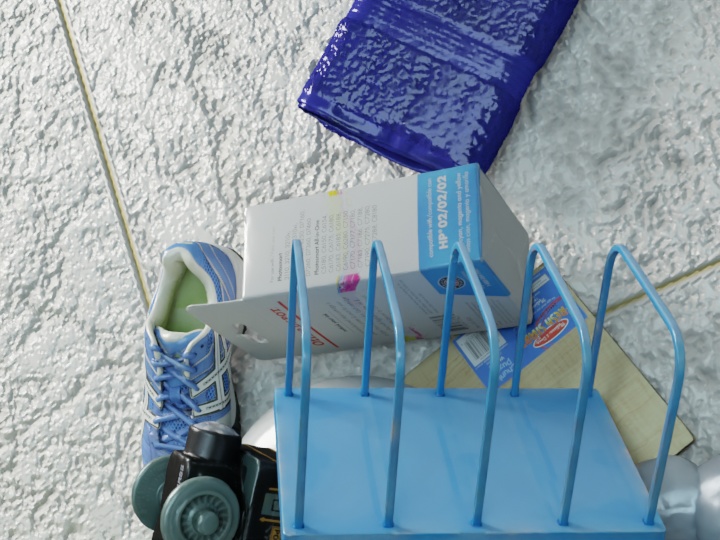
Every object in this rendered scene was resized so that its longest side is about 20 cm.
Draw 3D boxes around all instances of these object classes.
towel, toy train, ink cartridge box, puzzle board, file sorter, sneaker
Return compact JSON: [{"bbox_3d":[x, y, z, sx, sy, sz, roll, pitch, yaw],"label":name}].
[{"bbox_3d":[0.063,-0.167,0.881,0.147,0.050,0.201,28,86,16],"label":"towel"},{"bbox_3d":[-0.080,0.190,0.720,0.085,0.113,0.202,7,85,64],"label":"toy train"},{"bbox_3d":[0.000,0.000,0.811,0.198,0.115,0.068,-9,65,20],"label":"ink cartridge box"},{"bbox_3d":[0.090,0.113,0.812,0.200,0.017,0.151,-40,66,5],"label":"puzzle board"},{"bbox_3d":[0.056,0.059,0.675,0.198,0.139,0.124,0,116,-6],"label":"file sorter"},{"bbox_3d":[-0.124,0.075,0.862,0.075,0.077,0.202,-2,77,17],"label":"sneaker"}]

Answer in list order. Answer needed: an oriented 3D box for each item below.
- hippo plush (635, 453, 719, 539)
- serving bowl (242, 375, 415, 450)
[{"bbox_3d":[0.194,0.165,0.684,0.199,0.159,0.162,-13,60,34],"label":"hippo plush"},{"bbox_3d":[-0.015,0.165,0.792,0.198,0.066,0.202,-4,80,25],"label":"serving bowl"}]
